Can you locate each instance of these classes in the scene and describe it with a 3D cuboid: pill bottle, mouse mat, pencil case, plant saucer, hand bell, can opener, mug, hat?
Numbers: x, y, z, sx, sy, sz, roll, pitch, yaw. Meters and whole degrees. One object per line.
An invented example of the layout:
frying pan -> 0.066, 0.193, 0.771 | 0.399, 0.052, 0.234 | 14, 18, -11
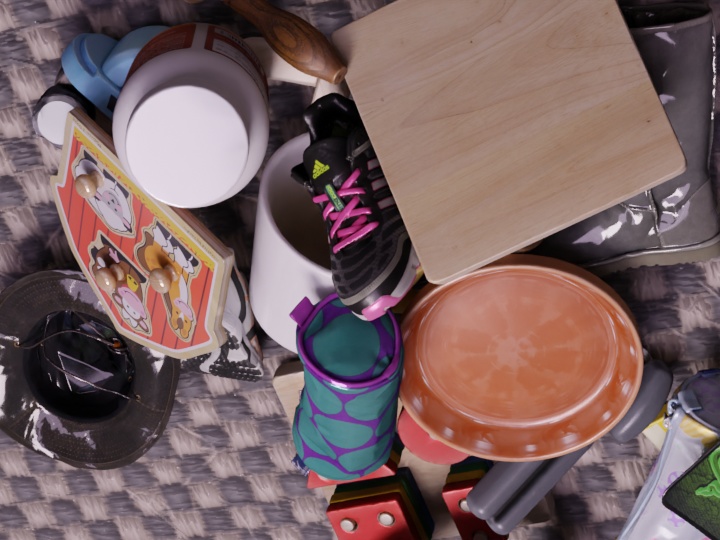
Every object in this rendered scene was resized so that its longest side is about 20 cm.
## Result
pill bottle -> -0.121, -0.110, 1.332 | 0.111, 0.200, 0.113 | -1, 106, -2
mouse mat -> 0.337, 0.162, 1.480 | 0.161, 0.008, 0.200 | -44, 137, 10
pencil case -> 0.271, 0.179, 1.520 | 0.090, 0.083, 0.201 | -8, 132, -26
plant saucer -> 0.123, 0.068, 1.464 | 0.198, 0.032, 0.202 | 2, 126, 3
hand bell -> -0.086, -0.200, 1.357 | 0.200, 0.104, 0.105 | 39, 128, 17
pencil case -> -0.013, 0.093, 1.446 | 0.092, 0.085, 0.200 | 35, 155, 14
can opener -> 0.175, 0.143, 1.531 | 0.200, 0.067, 0.053 | -47, 122, 3
mug -> -0.008, 0.002, 1.482 | 0.186, 0.150, 0.154 | 33, 141, 8
hat -> -0.243, 0.073, 1.639 | 0.199, 0.081, 0.202 | 3, 118, 6

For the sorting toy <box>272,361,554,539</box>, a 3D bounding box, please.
sorting toy -> 0.041, 0.166, 1.613 | 0.198, 0.070, 0.200 | -12, 118, 23

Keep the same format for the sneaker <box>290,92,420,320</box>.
sneaker -> -0.009, -0.053, 1.359 | 0.073, 0.201, 0.087 | -30, 133, 28

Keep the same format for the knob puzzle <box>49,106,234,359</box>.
knob puzzle -> -0.180, -0.004, 1.433 | 0.219, 0.030, 0.221 | 33, 143, 29

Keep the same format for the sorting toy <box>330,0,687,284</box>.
sorting toy -> 0.109, -0.118, 1.335 | 0.199, 0.070, 0.200 | -24, 79, 12

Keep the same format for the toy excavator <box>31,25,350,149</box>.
toy excavator -> -0.131, -0.143, 1.464 | 0.194, 0.100, 0.200 | 40, 114, -12

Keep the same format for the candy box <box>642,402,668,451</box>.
candy box -> 0.340, 0.115, 1.529 | 0.199, 0.026, 0.102 | -35, 109, 32

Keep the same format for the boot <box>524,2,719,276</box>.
boot -> 0.191, -0.098, 1.408 | 0.180, 0.073, 0.201 | -10, 124, 12

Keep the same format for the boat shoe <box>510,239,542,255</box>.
boat shoe -> 0.067, -0.094, 1.432 | 0.201, 0.071, 0.064 | 60, 151, 2

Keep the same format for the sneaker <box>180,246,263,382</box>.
sneaker -> -0.114, 0.039, 1.557 | 0.073, 0.081, 0.200 | 7, 161, 2
